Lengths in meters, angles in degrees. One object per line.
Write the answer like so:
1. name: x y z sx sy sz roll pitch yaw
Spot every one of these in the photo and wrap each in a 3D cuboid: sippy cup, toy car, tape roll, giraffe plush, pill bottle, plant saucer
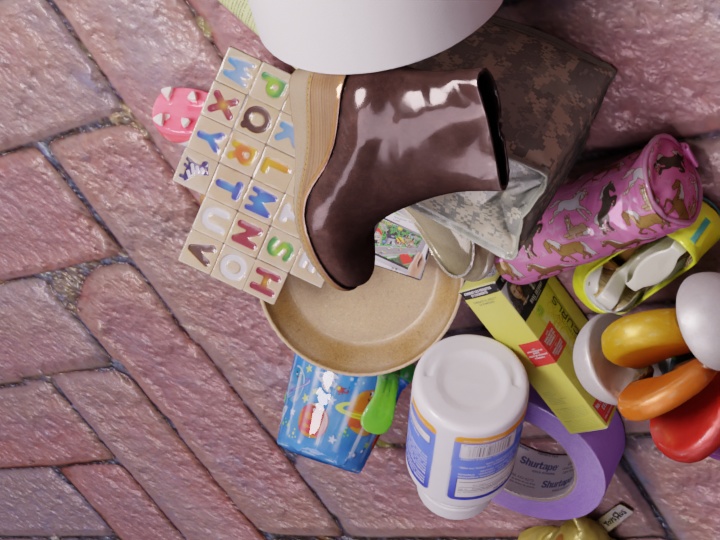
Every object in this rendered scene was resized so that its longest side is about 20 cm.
1. sippy cup: -0.024 0.141 1.584 0.139 0.131 0.178 19 172 9
2. toy car: 0.297 0.091 1.277 0.175 0.199 0.151 -29 67 48
3. tape roll: 0.175 0.174 1.568 0.199 0.066 0.201 20 142 16
4. tape roll: 0.002 -0.258 1.094 0.201 0.203 0.140 10 137 28
5. giraffe plush: 0.236 0.369 1.660 0.172 0.163 0.201 24 143 13
6. pill bottle: 0.101 0.162 1.459 0.111 0.112 0.201 22 146 14
7. plant saucer: 0.000 0.000 1.424 0.199 0.035 0.202 1 101 3

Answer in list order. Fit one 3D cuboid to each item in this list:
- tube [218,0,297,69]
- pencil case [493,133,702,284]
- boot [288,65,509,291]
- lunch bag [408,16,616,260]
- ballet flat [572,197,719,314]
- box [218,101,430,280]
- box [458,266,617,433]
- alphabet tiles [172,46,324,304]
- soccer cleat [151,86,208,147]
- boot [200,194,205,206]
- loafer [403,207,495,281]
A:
1. tube: -0.090 -0.238 1.285 0.200 0.052 0.058 41 -177 7
2. pencil case: 0.199 -0.050 1.276 0.082 0.087 0.199 12 158 -38
3. boot: 0.032 -0.064 1.124 0.165 0.072 0.201 7 123 28
4. lunch bag: 0.080 -0.128 1.212 0.199 0.164 0.118 28 138 9
5. ballet flat: 0.242 0.000 1.320 0.067 0.067 0.200 39 143 -7
6. box: -0.021 -0.075 1.375 0.199 0.035 0.111 18 102 0
7. box: 0.179 0.063 1.433 0.050 0.075 0.200 -14 122 45
8. alphabet tiles: -0.084 -0.078 1.357 0.166 0.008 0.201 25 101 -1
9. soccer cleat: -0.108 -0.134 1.446 0.199 0.067 0.076 13 172 16
10. boot: -0.078 -0.042 1.538 0.199 0.069 0.189 29 149 22
11. loafer: 0.053 -0.077 1.304 0.076 0.068 0.201 -24 91 55
